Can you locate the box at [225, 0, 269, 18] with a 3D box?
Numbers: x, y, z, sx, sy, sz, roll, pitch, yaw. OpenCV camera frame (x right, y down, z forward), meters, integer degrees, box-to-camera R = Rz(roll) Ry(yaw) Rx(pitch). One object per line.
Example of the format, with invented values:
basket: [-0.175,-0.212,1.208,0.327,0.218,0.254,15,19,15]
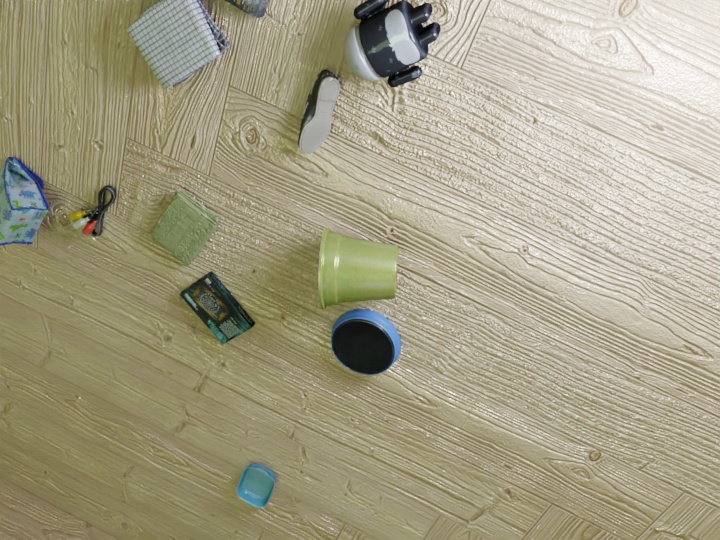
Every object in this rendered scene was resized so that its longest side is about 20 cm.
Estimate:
box: [-0.247,-0.669,1.272,0.157,0.050,0.201,30,122,1]

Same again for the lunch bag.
lunch bag: [-0.995,-0.199,1.729,0.170,0.127,0.200,-46,68,31]

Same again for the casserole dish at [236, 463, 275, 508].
casserole dish: [-0.353,0.732,2.058,0.121,0.039,0.201,25,121,4]

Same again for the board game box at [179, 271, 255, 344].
board game box: [-0.419,0.112,1.756,0.135,0.028,0.200,-29,105,29]

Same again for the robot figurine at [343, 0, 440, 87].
robot figurine: [0.062,-0.472,1.234,0.199,0.125,0.151,-18,80,25]

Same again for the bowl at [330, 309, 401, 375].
bowl: [0.011,0.203,1.656,0.199,0.039,0.202,8,119,15]

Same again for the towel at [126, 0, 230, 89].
towel: [-0.414,-0.536,1.381,0.199,0.086,0.166,-21,107,28]

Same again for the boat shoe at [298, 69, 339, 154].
boat shoe: [-0.098,-0.366,1.389,0.067,0.057,0.201,5,130,-26]

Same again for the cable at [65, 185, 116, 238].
cable: [-0.753,-0.158,1.710,0.199,0.050,0.097,-30,106,30]

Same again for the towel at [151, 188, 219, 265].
towel: [-0.482,-0.116,1.652,0.148,0.037,0.200,39,121,-5]

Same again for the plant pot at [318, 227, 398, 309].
plant pot: [0.000,0.000,1.479,0.183,0.201,0.201,4,119,4]
